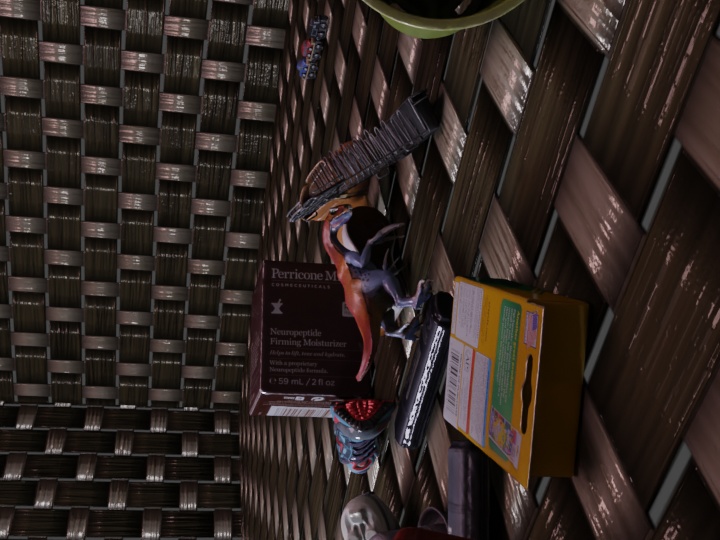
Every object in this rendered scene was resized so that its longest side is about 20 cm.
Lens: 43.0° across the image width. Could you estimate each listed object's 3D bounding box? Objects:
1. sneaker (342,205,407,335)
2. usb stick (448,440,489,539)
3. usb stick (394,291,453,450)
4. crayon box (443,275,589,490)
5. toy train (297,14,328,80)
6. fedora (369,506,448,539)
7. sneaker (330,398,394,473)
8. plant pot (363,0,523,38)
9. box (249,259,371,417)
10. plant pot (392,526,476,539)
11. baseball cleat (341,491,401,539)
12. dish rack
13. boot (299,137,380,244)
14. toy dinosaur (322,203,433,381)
[{"bbox_3d":[0.009,0.000,1.210,0.201,0.072,0.085,-100,20,-45],"label":"sneaker"},{"bbox_3d":[0.092,0.248,0.788,0.055,0.032,0.202,147,126,-74],"label":"usb stick"},{"bbox_3d":[0.069,0.112,0.983,0.056,0.032,0.201,-90,10,-52],"label":"usb stick"},{"bbox_3d":[0.119,0.078,0.700,0.200,0.051,0.127,-153,67,-78],"label":"crayon box"},{"bbox_3d":[-0.108,-0.486,2.005,0.200,0.045,0.034,114,157,-59],"label":"toy train"},{"bbox_3d":[0.042,0.331,0.900,0.178,0.089,0.201,-101,19,-52],"label":"fedora"},{"bbox_3d":[0.006,0.218,1.198,0.200,0.078,0.097,120,143,-83],"label":"sneaker"},{"bbox_3d":[0.065,-0.289,0.811,0.190,0.198,0.202,107,167,-90],"label":"plant pot"},{"bbox_3d":[-0.079,0.109,1.378,0.164,0.164,0.202,120,151,-67],"label":"box"},{"bbox_3d":[0.066,0.283,0.591,0.201,0.198,0.178,110,172,-54],"label":"plant pot"},{"bbox_3d":[0.032,0.354,1.041,0.106,0.069,0.202,5,-105,-69],"label":"baseball cleat"},{"bbox_3d":[-0.005,-0.127,1.075,0.055,0.199,0.153,57,165,0],"label":"dish rack"},{"bbox_3d":[-0.037,-0.088,1.284,0.155,0.073,0.202,-34,-38,-56],"label":"boot"},{"bbox_3d":[0.000,0.000,1.056,0.181,0.200,0.106,30,136,28],"label":"toy dinosaur"}]
